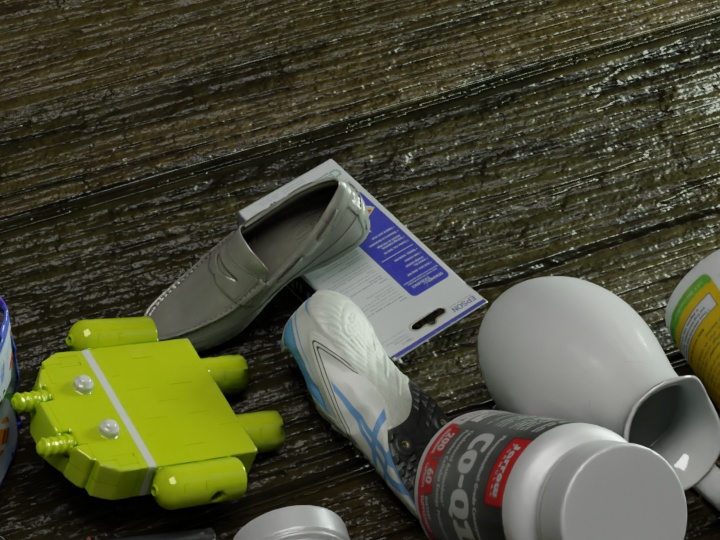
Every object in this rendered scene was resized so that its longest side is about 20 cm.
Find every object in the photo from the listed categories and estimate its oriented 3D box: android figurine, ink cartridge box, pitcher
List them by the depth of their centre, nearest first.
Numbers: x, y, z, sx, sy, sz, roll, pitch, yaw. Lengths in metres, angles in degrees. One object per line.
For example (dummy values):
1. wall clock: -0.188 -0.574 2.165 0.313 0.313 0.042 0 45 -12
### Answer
1. android figurine: -0.156 0.104 1.703 0.199 0.041 0.182 -3 43 -35
2. pitcher: 0.185 0.097 1.716 0.121 0.172 0.200 -47 40 -6
3. ink cartridge box: 0.000 0.000 1.846 0.099 0.039 0.200 -29 54 -25

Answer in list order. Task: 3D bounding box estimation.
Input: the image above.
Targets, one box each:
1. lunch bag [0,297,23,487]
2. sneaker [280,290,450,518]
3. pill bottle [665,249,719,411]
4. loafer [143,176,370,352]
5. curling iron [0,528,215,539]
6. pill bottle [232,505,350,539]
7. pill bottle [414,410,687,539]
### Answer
1. lunch bag: -0.321 0.119 1.639 0.124 0.171 0.200 37 58 23
2. sneaker: 0.009 0.107 1.740 0.072 0.073 0.201 -12 59 -41
3. pill bottle: 0.317 0.082 1.732 0.110 0.111 0.201 -17 51 -16
4. loafer: -0.086 -0.007 1.796 0.199 0.070 0.070 -36 58 -2
5. curling iron: -0.200 0.194 1.657 0.198 0.026 0.050 -2 58 -13
6. pill bottle: -0.028 0.260 1.558 0.112 0.113 0.201 -9 49 -10
7. pill bottle: 0.127 0.157 1.590 0.113 0.115 0.200 -25 10 -22
